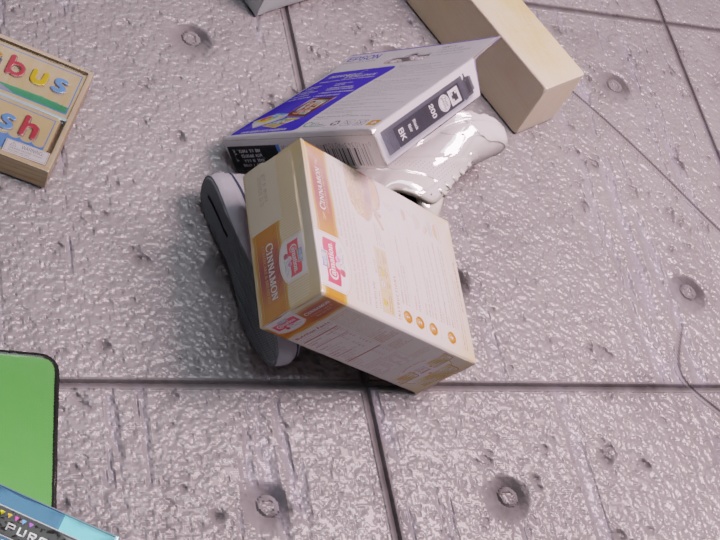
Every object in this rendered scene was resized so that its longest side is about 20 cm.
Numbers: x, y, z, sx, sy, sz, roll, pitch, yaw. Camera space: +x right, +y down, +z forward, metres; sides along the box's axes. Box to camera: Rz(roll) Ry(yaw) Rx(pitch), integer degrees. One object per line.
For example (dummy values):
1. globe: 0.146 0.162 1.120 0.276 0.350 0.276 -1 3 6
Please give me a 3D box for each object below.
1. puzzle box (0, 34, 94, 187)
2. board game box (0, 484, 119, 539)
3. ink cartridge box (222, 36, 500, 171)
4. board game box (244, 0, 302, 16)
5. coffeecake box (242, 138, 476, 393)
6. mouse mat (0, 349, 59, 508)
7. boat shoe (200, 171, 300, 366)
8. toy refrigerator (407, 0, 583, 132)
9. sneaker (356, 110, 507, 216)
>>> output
1. puzzle box: -0.349 -0.163 1.216 0.200 0.025 0.133 21 50 -10
2. board game box: -0.275 0.245 0.940 0.151 0.047 0.200 26 52 -7
3. ink cartridge box: 0.007 -0.153 1.279 0.200 0.198 0.043 -40 118 -37
4. board game box: -0.101 -0.376 1.460 0.147 0.064 0.200 -26 71 -36
5. coffeecake box: 0.000 0.000 1.179 0.200 0.073 0.154 26 44 -43
6. mouse mat: -0.307 0.142 1.030 0.161 0.008 0.200 7 55 -20
7. boat shoe: -0.078 -0.011 1.200 0.067 0.074 0.200 -9 60 -24
8. toy refrigerator: 0.144 -0.252 1.478 0.070 0.076 0.200 -24 69 -36
9. sneaker: 0.064 -0.089 1.335 0.200 0.078 0.100 -18 72 -24
